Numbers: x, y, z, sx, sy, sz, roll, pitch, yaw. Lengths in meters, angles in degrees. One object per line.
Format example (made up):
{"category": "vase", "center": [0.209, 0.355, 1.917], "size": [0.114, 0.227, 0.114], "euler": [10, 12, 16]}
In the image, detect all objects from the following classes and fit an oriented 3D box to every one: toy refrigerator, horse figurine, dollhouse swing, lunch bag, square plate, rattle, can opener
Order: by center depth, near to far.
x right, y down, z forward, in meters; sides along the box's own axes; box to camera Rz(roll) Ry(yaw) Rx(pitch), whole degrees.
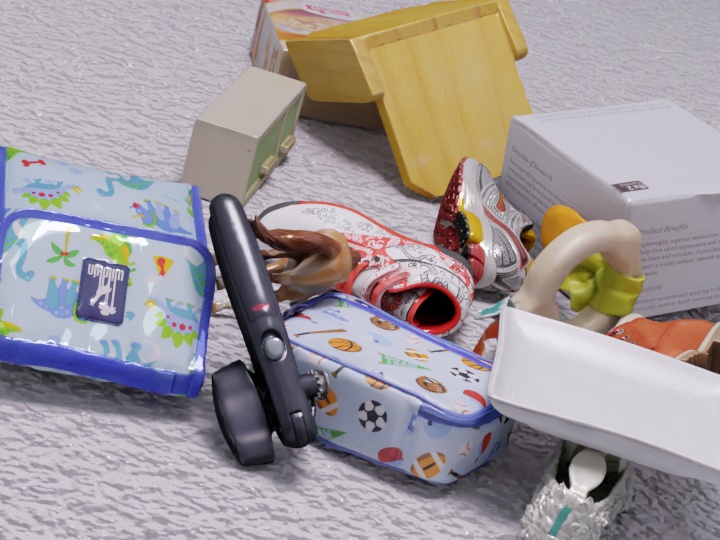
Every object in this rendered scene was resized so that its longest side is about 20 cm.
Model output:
{"category": "can opener", "center": [-0.075, 0.038, 1.431], "size": [0.079, 0.063, 0.200], "euler": [-9, 74, -19]}
{"category": "lunch bag", "center": [-0.204, 0.010, 1.492], "size": [0.170, 0.128, 0.200], "euler": [11, 36, -17]}
{"category": "square plate", "center": [0.192, 0.097, 1.493], "size": [0.200, 0.028, 0.198], "euler": [18, 19, 1]}
{"category": "lunch bag", "center": [0.019, 0.083, 1.517], "size": [0.200, 0.076, 0.160], "euler": [26, 23, 22]}
{"category": "horse figurine", "center": [-0.054, -0.004, 1.570], "size": [0.132, 0.050, 0.200], "euler": [-10, -10, -8]}
{"category": "rattle", "center": [0.136, 0.006, 1.722], "size": [0.200, 0.130, 0.143], "euler": [-26, 59, -22]}
{"category": "toy refrigerator", "center": [-0.108, -0.130, 1.929], "size": [0.070, 0.076, 0.200], "euler": [17, 22, 5]}
{"category": "dollhouse swing", "center": [0.062, -0.178, 2.079], "size": [0.200, 0.176, 0.182], "euler": [-20, 15, -30]}

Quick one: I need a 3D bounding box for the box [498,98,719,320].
{"category": "box", "center": [0.265, -0.061, 1.904], "size": [0.199, 0.131, 0.200], "euler": [-8, 32, -30]}

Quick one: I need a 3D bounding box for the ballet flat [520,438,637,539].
{"category": "ballet flat", "center": [0.169, 0.151, 1.464], "size": [0.072, 0.072, 0.200], "euler": [19, 22, 9]}

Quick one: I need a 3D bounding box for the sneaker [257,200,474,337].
{"category": "sneaker", "center": [0.001, -0.001, 1.706], "size": [0.201, 0.067, 0.108], "euler": [17, 20, -2]}

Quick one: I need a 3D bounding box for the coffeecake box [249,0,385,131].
{"category": "coffeecake box", "center": [-0.033, -0.231, 2.215], "size": [0.153, 0.073, 0.200], "euler": [9, 23, -14]}

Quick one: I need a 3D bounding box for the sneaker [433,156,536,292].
{"category": "sneaker", "center": [0.118, -0.036, 1.872], "size": [0.082, 0.078, 0.200], "euler": [15, 31, -12]}

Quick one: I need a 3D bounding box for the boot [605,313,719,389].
{"category": "boot", "center": [0.243, 0.085, 1.675], "size": [0.107, 0.075, 0.200], "euler": [14, 18, 22]}
